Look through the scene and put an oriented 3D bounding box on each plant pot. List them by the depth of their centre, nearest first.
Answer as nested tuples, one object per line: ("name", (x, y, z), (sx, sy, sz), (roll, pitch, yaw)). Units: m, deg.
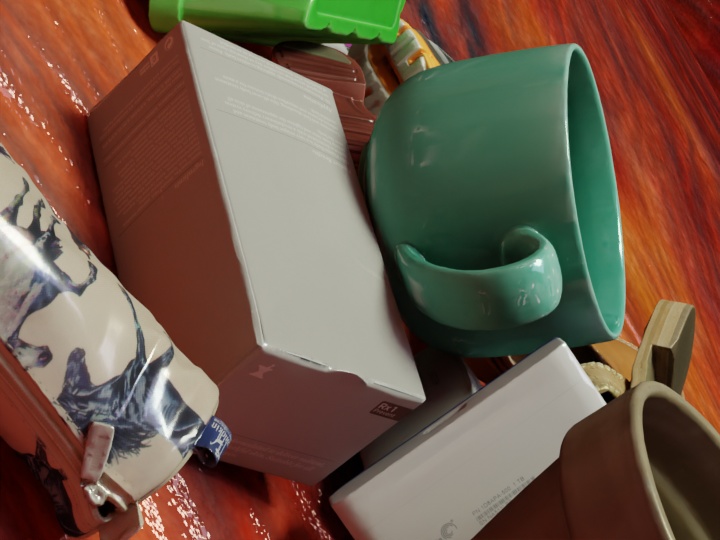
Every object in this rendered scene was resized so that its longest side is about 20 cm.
("plant pot", (0.096, 0.173, 0.723), (0.200, 0.173, 0.200), (47, 23, -27))

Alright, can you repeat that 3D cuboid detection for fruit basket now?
("fruit basket", (-0.080, -0.220, 1.062), (0.215, 0.156, 0.216), (14, 9, -2))

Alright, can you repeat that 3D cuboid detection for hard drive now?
("hard drive", (0.095, 0.151, 0.818), (0.200, 0.132, 0.025), (56, -2, -8))

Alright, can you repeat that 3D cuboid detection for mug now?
("mug", (0.060, -0.034, 0.867), (0.185, 0.114, 0.153), (26, 58, -70))

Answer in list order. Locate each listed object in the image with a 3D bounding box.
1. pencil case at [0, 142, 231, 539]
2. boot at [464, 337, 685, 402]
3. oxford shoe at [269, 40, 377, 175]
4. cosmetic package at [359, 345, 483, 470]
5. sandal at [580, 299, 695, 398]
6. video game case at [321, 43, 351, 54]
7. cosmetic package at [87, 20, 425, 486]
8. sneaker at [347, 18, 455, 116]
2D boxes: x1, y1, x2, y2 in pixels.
("pencil case", (-0.134, 0.007, 0.628), (0.200, 0.078, 0.089), (52, 6, -20))
("boot", (0.141, 0.072, 1.076), (0.199, 0.074, 0.155), (21, 0, -17))
("oxford shoe", (-0.024, -0.059, 0.984), (0.070, 0.075, 0.200), (11, 29, -8))
("cosmetic package", (0.078, 0.144, 0.914), (0.200, 0.074, 0.102), (54, 5, -17))
("sandal", (0.125, 0.082, 0.943), (0.212, 0.069, 0.078), (-53, 147, -51))
("video game case", (0.049, -0.070, 1.204), (0.200, 0.036, 0.182), (11, 50, -53))
("cosmetic package", (-0.053, -0.009, 0.818), (0.107, 0.090, 0.201), (23, 42, -39))
("sneaker", (0.063, -0.077, 1.116), (0.077, 0.078, 0.201), (17, 45, -53))
